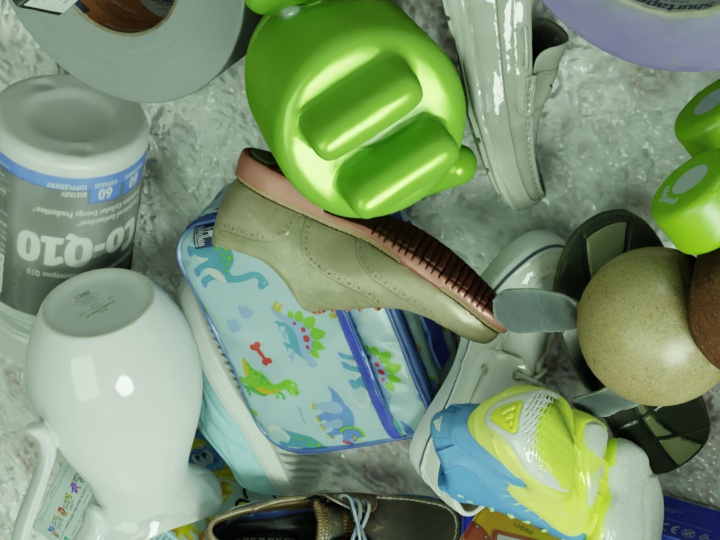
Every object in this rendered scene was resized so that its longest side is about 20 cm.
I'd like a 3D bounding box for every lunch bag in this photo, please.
[{"bbox_3d":[-0.025,0.027,1.107,0.160,0.083,0.201,-7,116,29],"label":"lunch bag"}]

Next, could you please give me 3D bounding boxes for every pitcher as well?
[{"bbox_3d":[-0.185,0.114,1.122,0.121,0.171,0.201,26,136,37],"label":"pitcher"}]

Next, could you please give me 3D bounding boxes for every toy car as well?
[{"bbox_3d":[0.182,0.017,0.918,0.199,0.158,0.164,-29,111,36],"label":"toy car"}]

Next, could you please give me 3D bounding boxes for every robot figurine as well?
[{"bbox_3d":[-0.007,-0.105,0.951,0.115,0.200,0.176,-35,117,3],"label":"robot figurine"}]

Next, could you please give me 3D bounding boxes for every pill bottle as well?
[{"bbox_3d":[-0.220,-0.031,1.164,0.113,0.114,0.201,26,129,15],"label":"pill bottle"}]

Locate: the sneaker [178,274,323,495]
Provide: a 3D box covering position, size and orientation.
[{"bbox_3d":[-0.103,0.090,1.197,0.081,0.074,0.201,-10,112,32],"label":"sneaker"}]

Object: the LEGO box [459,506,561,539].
[{"bbox_3d":[0.154,0.257,1.087,0.199,0.077,0.150,25,129,16],"label":"LEGO box"}]

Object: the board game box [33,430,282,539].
[{"bbox_3d":[-0.143,0.208,1.274,0.200,0.103,0.105,37,130,6],"label":"board game box"}]

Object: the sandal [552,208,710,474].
[{"bbox_3d":[0.167,0.046,1.014,0.079,0.057,0.202,-21,124,1],"label":"sandal"}]

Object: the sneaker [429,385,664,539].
[{"bbox_3d":[0.114,0.128,1.002,0.105,0.076,0.200,-1,146,38],"label":"sneaker"}]

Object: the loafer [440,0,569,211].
[{"bbox_3d":[0.092,-0.124,0.949,0.069,0.070,0.201,-13,127,5],"label":"loafer"}]

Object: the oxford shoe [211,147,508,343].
[{"bbox_3d":[0.000,0.000,0.997,0.199,0.070,0.075,30,104,7],"label":"oxford shoe"}]

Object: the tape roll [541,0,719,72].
[{"bbox_3d":[0.176,-0.212,0.834,0.199,0.085,0.201,16,126,22],"label":"tape roll"}]

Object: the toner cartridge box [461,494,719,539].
[{"bbox_3d":[0.170,0.195,1.119,0.199,0.043,0.096,15,126,23],"label":"toner cartridge box"}]

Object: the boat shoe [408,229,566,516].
[{"bbox_3d":[0.095,0.072,1.037,0.070,0.071,0.201,50,123,46],"label":"boat shoe"}]

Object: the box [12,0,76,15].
[{"bbox_3d":[-0.167,-0.289,0.937,0.198,0.050,0.201,-35,77,21],"label":"box"}]

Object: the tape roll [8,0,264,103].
[{"bbox_3d":[-0.144,-0.214,1.037,0.199,0.066,0.201,16,125,23],"label":"tape roll"}]

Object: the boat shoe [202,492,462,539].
[{"bbox_3d":[-0.018,0.198,1.165,0.198,0.073,0.072,-8,157,2],"label":"boat shoe"}]
